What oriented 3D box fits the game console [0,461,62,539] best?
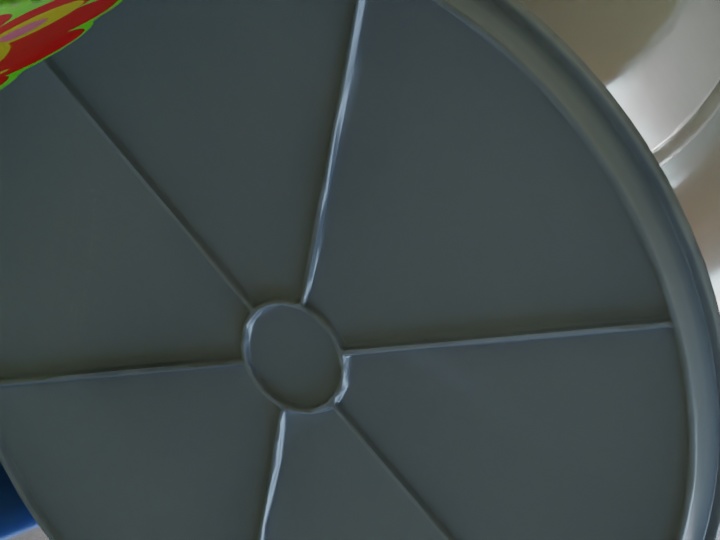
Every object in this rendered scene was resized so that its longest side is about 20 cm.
[{"bbox_3d":[-0.112,0.029,0.754,0.199,0.171,0.118,-21,147,-15],"label":"game console"}]

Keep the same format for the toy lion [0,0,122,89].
[{"bbox_3d":[-0.145,-0.017,0.514,0.200,0.069,0.192,-26,-178,36],"label":"toy lion"}]

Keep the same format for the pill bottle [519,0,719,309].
[{"bbox_3d":[0.074,-0.021,0.682,0.114,0.115,0.200,-24,142,13],"label":"pill bottle"}]

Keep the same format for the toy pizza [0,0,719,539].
[{"bbox_3d":[-0.007,0.013,0.607,0.200,0.201,0.032,-28,-175,38],"label":"toy pizza"}]
